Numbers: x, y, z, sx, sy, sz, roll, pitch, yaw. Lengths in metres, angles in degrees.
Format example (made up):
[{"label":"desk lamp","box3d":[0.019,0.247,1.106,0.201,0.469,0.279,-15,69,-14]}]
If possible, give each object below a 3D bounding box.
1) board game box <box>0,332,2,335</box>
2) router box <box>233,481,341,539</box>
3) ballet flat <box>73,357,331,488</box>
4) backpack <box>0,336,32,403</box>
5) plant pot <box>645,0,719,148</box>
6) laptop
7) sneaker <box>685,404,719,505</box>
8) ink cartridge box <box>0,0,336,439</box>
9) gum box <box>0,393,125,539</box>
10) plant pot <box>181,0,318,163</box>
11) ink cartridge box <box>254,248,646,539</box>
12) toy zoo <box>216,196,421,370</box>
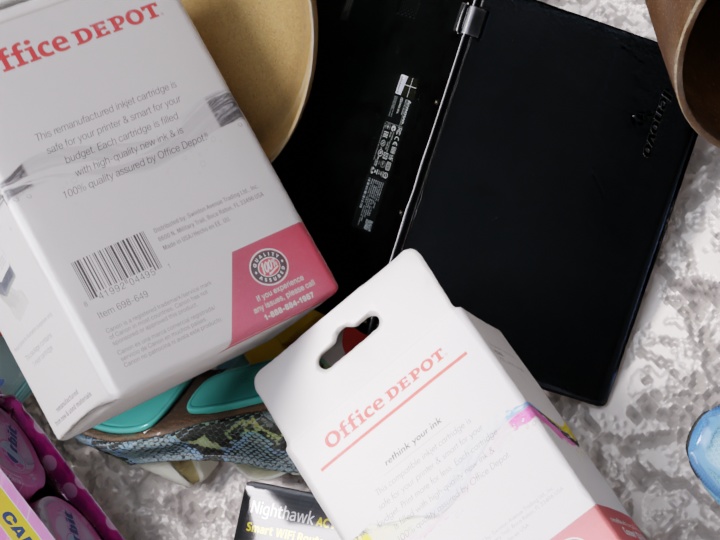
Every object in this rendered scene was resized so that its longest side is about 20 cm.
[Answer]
[{"label":"board game box","box3d":[-0.253,-0.059,1.068,0.152,0.040,0.202,-7,73,-18]},{"label":"router box","box3d":[0.019,0.200,1.055,0.199,0.051,0.150,7,80,28]},{"label":"ballet flat","box3d":[-0.085,0.089,1.121,0.199,0.074,0.075,-5,74,45]},{"label":"backpack","box3d":[-0.256,0.014,1.174,0.176,0.153,0.200,-43,48,10]},{"label":"plant pot","box3d":[0.203,-0.191,1.010,0.186,0.187,0.201,-34,51,14]},{"label":"laptop","box3d":[0.053,-0.054,1.084,0.199,0.115,0.189,23,97,45]},{"label":"sneaker","box3d":[0.242,0.105,0.951,0.199,0.090,0.079,21,87,29]},{"label":"ink cartridge box","box3d":[-0.128,-0.039,1.026,0.085,0.145,0.201,-34,82,55]},{"label":"gum box","box3d":[-0.186,0.175,1.104,0.113,0.066,0.201,-37,92,18]},{"label":"plant pot","box3d":[-0.096,-0.140,1.097,0.199,0.027,0.202,12,111,35]},{"label":"ink cartridge box","box3d":[0.046,0.102,0.998,0.116,0.067,0.201,-38,66,11]},{"label":"toy zoo","box3d":[0.000,0.000,1.132,0.200,0.020,0.132,-39,64,13]}]
